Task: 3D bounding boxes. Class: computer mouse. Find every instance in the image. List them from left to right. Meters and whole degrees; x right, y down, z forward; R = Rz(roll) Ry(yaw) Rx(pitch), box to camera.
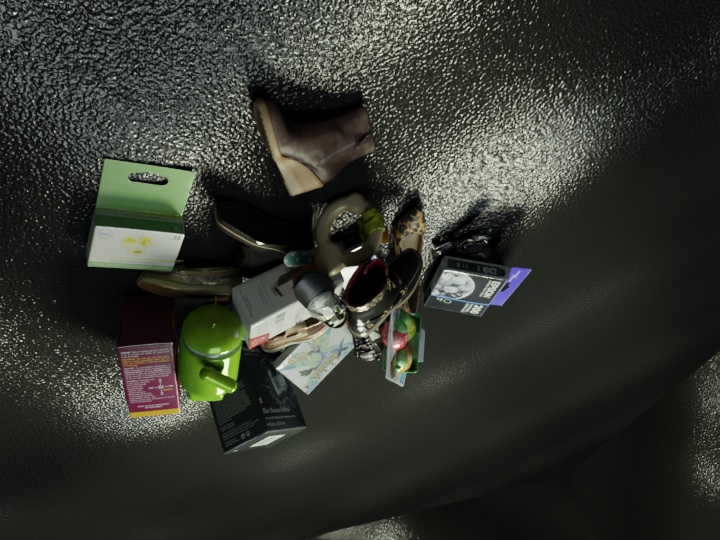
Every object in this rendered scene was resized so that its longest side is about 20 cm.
[{"bbox_3d":[0.254,-0.033,1.397,0.136,0.054,0.199,-18,143,30],"label":"computer mouse"}]

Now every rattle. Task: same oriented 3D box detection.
[{"bbox_3d":[-0.043,-0.039,1.182,0.201,0.130,0.143,-49,-177,-1],"label":"rattle"}]

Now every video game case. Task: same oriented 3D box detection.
[{"bbox_3d":[-0.092,0.183,1.484,0.200,0.022,0.183,-44,146,-5],"label":"video game case"}]

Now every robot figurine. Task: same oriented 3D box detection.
[{"bbox_3d":[-0.279,0.151,1.186,0.112,0.177,0.204,4,125,-16],"label":"robot figurine"}]

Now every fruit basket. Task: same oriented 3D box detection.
[{"bbox_3d":[0.092,0.158,1.441,0.091,0.192,0.200,2,165,11],"label":"fruit basket"}]

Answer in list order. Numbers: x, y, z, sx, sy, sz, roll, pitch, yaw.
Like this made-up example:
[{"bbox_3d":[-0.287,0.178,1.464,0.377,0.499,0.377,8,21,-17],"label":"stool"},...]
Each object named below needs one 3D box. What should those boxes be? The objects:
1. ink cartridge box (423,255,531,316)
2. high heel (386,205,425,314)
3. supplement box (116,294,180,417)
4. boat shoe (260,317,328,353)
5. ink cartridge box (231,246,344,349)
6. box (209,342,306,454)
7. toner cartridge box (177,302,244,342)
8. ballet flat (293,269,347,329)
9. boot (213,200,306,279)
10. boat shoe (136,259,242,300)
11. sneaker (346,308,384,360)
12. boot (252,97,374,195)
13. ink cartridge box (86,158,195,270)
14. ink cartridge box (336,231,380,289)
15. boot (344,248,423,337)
[{"bbox_3d":[0.256,0.041,1.426,0.193,0.045,0.199,8,153,-4],"label":"ink cartridge box"},{"bbox_3d":[0.107,-0.017,1.263,0.069,0.145,0.202,-5,144,-19],"label":"high heel"},{"bbox_3d":[-0.401,0.164,1.227,0.100,0.133,0.204,-3,132,-13],"label":"supplement box"},{"bbox_3d":[-0.144,0.116,1.387,0.196,0.077,0.072,-27,144,8],"label":"boat shoe"},{"bbox_3d":[-0.141,0.050,1.216,0.196,0.084,0.147,-27,164,-21],"label":"ink cartridge box"},{"bbox_3d":[-0.236,0.279,1.412,0.115,0.205,0.196,-28,162,14],"label":"box"},{"bbox_3d":[-0.314,0.137,1.354,0.196,0.044,0.095,-26,144,9],"label":"toner cartridge box"},{"bbox_3d":[-0.061,0.059,1.125,0.071,0.075,0.201,-21,158,3],"label":"ballet flat"},{"bbox_3d":[-0.208,-0.039,1.141,0.137,0.079,0.198,-33,143,28],"label":"boot"},{"bbox_3d":[-0.312,0.015,1.182,0.195,0.065,0.073,8,164,-31],"label":"boat shoe"},{"bbox_3d":[0.012,0.151,1.471,0.069,0.101,0.201,-1,156,20],"label":"sneaker"},{"bbox_3d":[-0.068,-0.218,0.985,0.164,0.073,0.202,-31,145,-6],"label":"boot"},{"bbox_3d":[-0.354,-0.081,1.029,0.142,0.049,0.201,4,142,-30],"label":"ink cartridge box"},{"bbox_3d":[0.000,0.000,1.329,0.097,0.040,0.201,-24,144,7],"label":"ink cartridge box"},{"bbox_3d":[0.042,0.020,1.155,0.200,0.073,0.151,-46,160,-11],"label":"boot"}]
